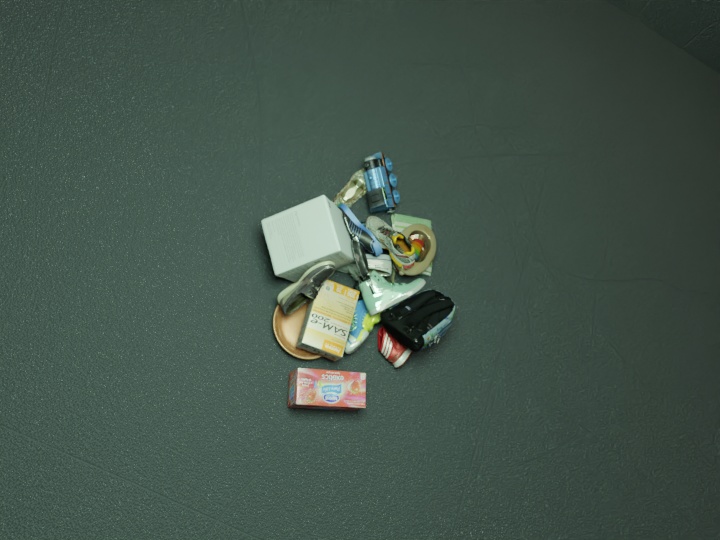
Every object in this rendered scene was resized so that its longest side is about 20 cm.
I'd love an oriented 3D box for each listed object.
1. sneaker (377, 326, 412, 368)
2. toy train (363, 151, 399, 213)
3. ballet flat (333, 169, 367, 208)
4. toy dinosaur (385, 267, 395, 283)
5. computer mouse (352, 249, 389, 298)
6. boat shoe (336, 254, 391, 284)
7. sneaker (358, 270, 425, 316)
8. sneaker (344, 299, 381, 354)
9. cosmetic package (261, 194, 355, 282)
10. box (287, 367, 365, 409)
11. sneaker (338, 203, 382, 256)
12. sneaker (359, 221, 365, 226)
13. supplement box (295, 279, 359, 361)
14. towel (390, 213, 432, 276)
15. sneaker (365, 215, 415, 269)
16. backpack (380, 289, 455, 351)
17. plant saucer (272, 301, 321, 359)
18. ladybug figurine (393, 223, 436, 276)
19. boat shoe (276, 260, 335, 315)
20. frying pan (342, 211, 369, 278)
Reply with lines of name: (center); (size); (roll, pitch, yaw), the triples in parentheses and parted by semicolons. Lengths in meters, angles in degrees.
sneaker: (0.128, 0.184, 1.563); (0.115, 0.078, 0.201); (41, 60, -6)
toy train: (0.064, -0.284, 1.666); (0.114, 0.086, 0.203); (-15, 92, -58)
ballet flat: (-0.016, -0.265, 1.670); (0.075, 0.064, 0.201); (37, 61, -7)
toy dinosaur: (0.099, 0.055, 1.582); (0.087, 0.048, 0.201); (29, 42, -2)
computer mouse: (0.035, 0.011, 1.615); (0.058, 0.034, 0.201); (33, 69, 11)
boat shoe: (0.000, 0.002, 1.566); (0.199, 0.075, 0.087); (1, 68, -12)
sneaker: (0.091, 0.038, 1.502); (0.199, 0.074, 0.119); (-25, 84, -19)
sneaker: (-0.012, 0.155, 1.522); (0.105, 0.076, 0.200); (40, 49, 6)
cosmetic package: (-0.143, -0.083, 1.447); (0.198, 0.167, 0.169); (-20, 76, 12)
box: (-0.093, 0.328, 1.407); (0.197, 0.103, 0.096); (9, 69, -21)
sneaker: (-0.021, -0.107, 1.549); (0.078, 0.070, 0.200); (-40, 78, -12)
sneaker: (0.023, -0.117, 1.627); (0.197, 0.073, 0.083); (6, 70, -21)
supplement box: (-0.091, 0.137, 1.449); (0.125, 0.073, 0.202); (21, 65, -14)
towel: (0.171, -0.085, 1.708); (0.150, 0.023, 0.203); (9, 67, -20)
sneaker: (0.096, -0.100, 1.553); (0.200, 0.082, 0.078); (43, 64, 17)
backpack: (0.184, 0.140, 1.498); (0.200, 0.155, 0.162); (-41, 50, -20)
plant saucer: (-0.157, 0.156, 1.477); (0.197, 0.037, 0.203); (8, 69, -21)
ladybug figurine: (0.165, -0.060, 1.641); (0.135, 0.072, 0.201); (39, 60, -5)
boat shoe: (-0.142, 0.051, 1.403); (0.072, 0.199, 0.065); (35, 23, -54)
frying pan: (-0.008, -0.069, 1.493); (0.031, 0.115, 0.192); (-16, 68, 8)
